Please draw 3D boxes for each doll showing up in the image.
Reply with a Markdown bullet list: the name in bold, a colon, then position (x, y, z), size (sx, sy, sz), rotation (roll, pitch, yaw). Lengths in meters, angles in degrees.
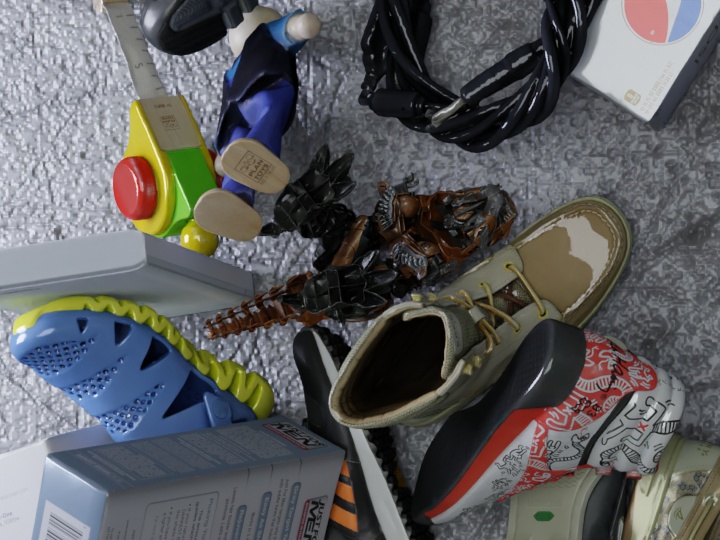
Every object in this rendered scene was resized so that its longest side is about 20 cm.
- **doll**: position (-0.063, -0.106, 1.514), size (0.048, 0.200, 0.137), rotation (23, 122, -14)

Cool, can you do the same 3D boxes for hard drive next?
- **hard drive**: position (-0.160, 0.008, 1.521), size (0.131, 0.200, 0.027), rotation (-8, 80, 15)

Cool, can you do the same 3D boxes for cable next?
- **cable**: position (0.079, -0.177, 1.510), size (0.163, 0.051, 0.201), rotation (18, 83, 41)

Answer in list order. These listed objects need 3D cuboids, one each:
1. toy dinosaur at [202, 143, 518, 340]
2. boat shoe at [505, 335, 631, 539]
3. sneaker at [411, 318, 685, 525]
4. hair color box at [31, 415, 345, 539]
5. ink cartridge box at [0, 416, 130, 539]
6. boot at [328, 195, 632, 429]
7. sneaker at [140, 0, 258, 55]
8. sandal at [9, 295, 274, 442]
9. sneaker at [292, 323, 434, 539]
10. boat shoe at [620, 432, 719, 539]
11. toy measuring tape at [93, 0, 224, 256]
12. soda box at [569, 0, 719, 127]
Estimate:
- **toy dinosaur**: position (0.000, 0.000, 1.511), size (0.200, 0.136, 0.102), rotation (-45, 70, 3)
- **boat shoe**: position (0.136, 0.141, 1.518), size (0.072, 0.068, 0.201), rotation (5, 77, 37)
- **sneaker**: position (0.115, 0.111, 1.459), size (0.108, 0.067, 0.201), rotation (21, 138, -15)
- **hair color box**: position (-0.105, 0.154, 1.462), size (0.061, 0.200, 0.099), rotation (26, 111, 38)
- **ink cartridge box**: position (-0.162, 0.201, 1.545), size (0.087, 0.145, 0.201), rotation (-23, 84, 26)
- **boot**: position (0.075, 0.028, 1.481), size (0.200, 0.155, 0.072), rotation (-40, 79, 11)
- **sneaker**: position (-0.102, -0.230, 1.559), size (0.115, 0.075, 0.200), rotation (29, 66, 24)
- **sandal**: position (-0.134, 0.081, 1.514), size (0.079, 0.200, 0.087), rotation (-24, 49, 42)
- **sneaker**: position (-0.019, 0.137, 1.550), size (0.090, 0.070, 0.201), rotation (-23, 86, 11)
- **boat shoe**: position (0.187, 0.202, 1.493), size (0.062, 0.073, 0.201), rotation (13, 92, 17)
- **toy measuring tape**: position (-0.141, -0.088, 1.595), size (0.073, 0.074, 0.200), rotation (-31, 66, 13)
- **soda box**: position (0.208, -0.190, 1.494), size (0.068, 0.064, 0.200), rotation (33, 97, 13)
